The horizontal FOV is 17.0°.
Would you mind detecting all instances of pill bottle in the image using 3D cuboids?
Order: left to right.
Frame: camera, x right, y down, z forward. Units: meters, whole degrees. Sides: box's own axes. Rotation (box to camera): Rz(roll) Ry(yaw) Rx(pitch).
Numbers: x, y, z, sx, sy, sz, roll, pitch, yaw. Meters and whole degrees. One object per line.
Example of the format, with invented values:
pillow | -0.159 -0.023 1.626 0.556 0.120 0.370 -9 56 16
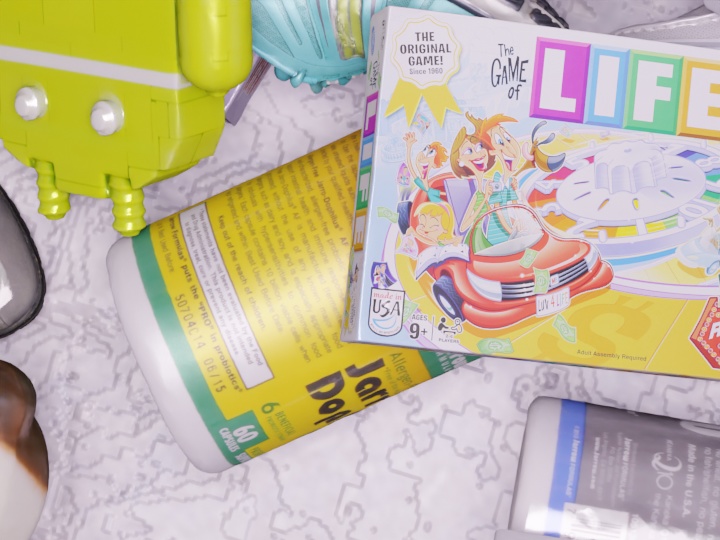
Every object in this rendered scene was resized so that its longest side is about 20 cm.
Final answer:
pill bottle | 0.000 0.000 1.043 0.199 0.113 0.113 -24 86 1
pill bottle | 0.162 0.124 1.028 0.199 0.114 0.115 10 88 3

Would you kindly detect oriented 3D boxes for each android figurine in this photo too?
android figurine | -0.116 -0.115 1.013 0.181 0.041 0.201 14 111 35

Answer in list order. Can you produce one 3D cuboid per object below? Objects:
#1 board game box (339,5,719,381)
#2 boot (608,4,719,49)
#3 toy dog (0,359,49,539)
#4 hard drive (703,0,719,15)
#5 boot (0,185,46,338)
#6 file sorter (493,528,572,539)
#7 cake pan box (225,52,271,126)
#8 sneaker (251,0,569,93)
board game box | 0.097 -0.027 0.982 0.199 0.034 0.135 6 87 -12
boot | 0.193 -0.123 1.065 0.198 0.074 0.096 -3 81 -5
toy dog | -0.226 0.066 1.020 0.199 0.194 0.140 18 76 10
hard drive | 0.248 -0.119 0.964 0.132 0.027 0.200 -43 46 -11
boot | -0.218 -0.055 1.048 0.068 0.131 0.201 -34 86 2
file sorter | 0.108 0.225 0.969 0.138 0.125 0.201 8 132 5
cake pan box | -0.085 -0.196 1.088 0.184 0.052 0.201 33 90 2
sneaker | -0.008 -0.114 1.033 0.199 0.078 0.080 15 105 5
